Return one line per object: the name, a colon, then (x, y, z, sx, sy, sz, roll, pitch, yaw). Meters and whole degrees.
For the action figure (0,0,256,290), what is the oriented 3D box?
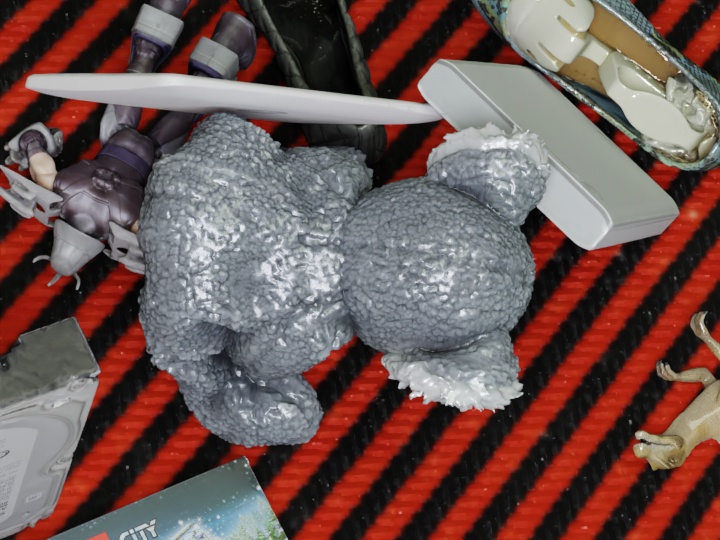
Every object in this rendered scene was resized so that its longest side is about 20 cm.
action figure: (-0.128, -0.070, 1.507, 0.130, 0.069, 0.201, 31, 64, -5)

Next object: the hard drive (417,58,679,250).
hard drive: (0.111, -0.068, 1.507, 0.132, 0.200, 0.026, 44, 104, 10)

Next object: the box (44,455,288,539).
box: (-0.119, 0.198, 1.384, 0.199, 0.038, 0.137, -21, 70, -23)

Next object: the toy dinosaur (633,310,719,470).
toy dinosaur: (0.246, 0.070, 1.542, 0.199, 0.058, 0.102, -7, 80, -9)

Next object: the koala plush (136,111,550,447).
koala plush: (0.000, 0.000, 1.386, 0.199, 0.184, 0.178, 7, 73, 20)

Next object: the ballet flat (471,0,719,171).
ballet flat: (0.146, -0.129, 1.588, 0.199, 0.074, 0.074, 34, 60, 1)

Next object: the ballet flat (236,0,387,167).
ballet flat: (-0.029, -0.150, 1.575, 0.066, 0.057, 0.201, -16, 68, -22)

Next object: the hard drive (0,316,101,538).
hard drive: (-0.209, 0.100, 1.320, 0.139, 0.200, 0.038, -20, 71, -23)

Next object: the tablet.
tablet: (-0.066, -0.092, 1.426, 0.199, 0.130, 0.014, 3, 91, -43)
